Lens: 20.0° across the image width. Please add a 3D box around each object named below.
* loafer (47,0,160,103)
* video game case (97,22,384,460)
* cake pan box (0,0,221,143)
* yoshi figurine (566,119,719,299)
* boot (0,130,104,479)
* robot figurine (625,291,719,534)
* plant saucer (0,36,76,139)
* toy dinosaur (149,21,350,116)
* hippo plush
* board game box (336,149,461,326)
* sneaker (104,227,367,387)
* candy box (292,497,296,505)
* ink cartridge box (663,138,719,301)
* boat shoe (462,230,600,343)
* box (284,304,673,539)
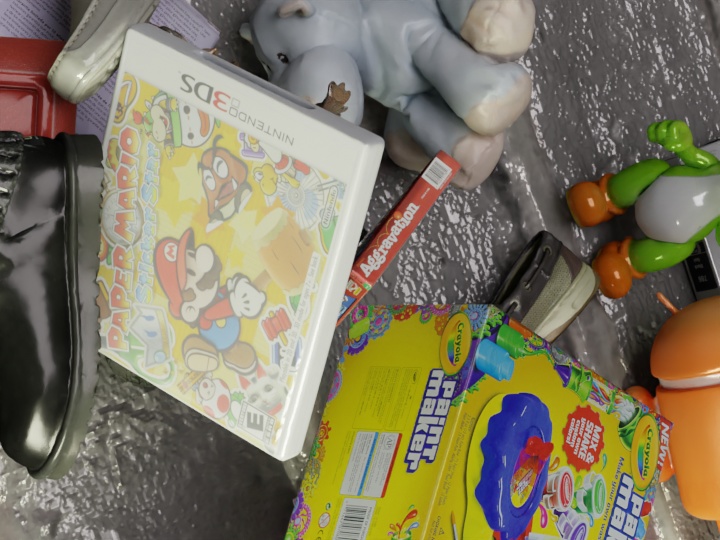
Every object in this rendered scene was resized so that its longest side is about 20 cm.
[{"bbox_3d":[-0.155,-0.182,1.254,0.069,0.070,0.201,31,44,-13],"label":"loafer"},{"bbox_3d":[-0.085,-0.018,1.188,0.023,0.181,0.202,-17,128,-53],"label":"video game case"},{"bbox_3d":[-0.208,-0.139,1.296,0.200,0.052,0.185,40,67,-19],"label":"cake pan box"},{"bbox_3d":[0.248,-0.049,1.450,0.112,0.198,0.113,45,34,-44],"label":"yoshi figurine"},{"bbox_3d":[-0.233,0.013,1.170,0.156,0.079,0.214,2,90,-24],"label":"boot"},{"bbox_3d":[0.278,0.104,1.486,0.116,0.143,0.202,-17,94,-34],"label":"robot figurine"},{"bbox_3d":[-0.265,-0.042,1.214,0.198,0.037,0.202,2,95,-22],"label":"plant saucer"},{"bbox_3d":[-0.076,-0.054,1.272,0.085,0.135,0.202,-4,97,-32],"label":"toy dinosaur"},{"bbox_3d":[0.013,-0.153,1.362,0.159,0.159,0.202,-1,83,-30],"label":"hippo plush"},{"bbox_3d":[0.000,0.000,1.308,0.019,0.200,0.103,38,64,-1],"label":"board game box"},{"bbox_3d":[-0.093,0.004,1.335,0.200,0.078,0.085,-38,84,-30],"label":"sneaker"},{"bbox_3d":[0.066,0.218,1.384,0.198,0.071,0.170,-7,86,-31],"label":"candy box"},{"bbox_3d":[0.301,-0.003,1.574,0.099,0.039,0.202,-18,90,-31],"label":"ink cartridge box"},{"bbox_3d":[0.087,0.051,1.430,0.065,0.073,0.200,47,59,-3],"label":"boat shoe"},{"bbox_3d":[0.071,0.150,1.261,0.192,0.121,0.202,31,68,-39],"label":"box"}]
